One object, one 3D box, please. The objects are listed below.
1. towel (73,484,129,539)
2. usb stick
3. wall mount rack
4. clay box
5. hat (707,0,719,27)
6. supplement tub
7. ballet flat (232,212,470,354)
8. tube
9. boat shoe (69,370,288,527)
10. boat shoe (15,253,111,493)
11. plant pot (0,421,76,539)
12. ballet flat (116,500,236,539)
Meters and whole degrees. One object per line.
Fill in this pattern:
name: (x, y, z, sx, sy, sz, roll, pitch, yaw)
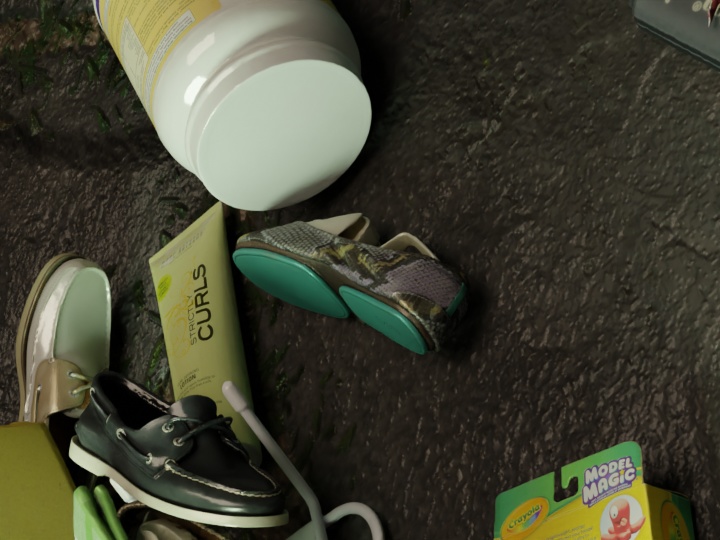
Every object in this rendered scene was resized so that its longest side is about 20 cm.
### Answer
towel: (-0.133, 0.243, 1.494, 0.149, 0.031, 0.201, 52, 151, 38)
usb stick: (0.226, -0.130, 1.380, 0.200, 0.032, 0.056, 37, 103, 48)
wall mount rack: (-0.081, 0.180, 1.549, 0.200, 0.074, 0.175, -38, 51, 30)
clay box: (0.133, 0.204, 1.334, 0.115, 0.047, 0.201, -26, 56, 38)
hat: (0.304, -0.244, 1.348, 0.198, 0.177, 0.166, 8, 48, 14)
supplement tub: (-0.086, -0.150, 1.634, 0.146, 0.145, 0.200, -49, 45, 21)
ballet flat: (0.000, 0.000, 1.554, 0.200, 0.072, 0.073, 21, 90, 48)
tube: (-0.107, 0.050, 1.652, 0.058, 0.052, 0.201, -9, 53, -3)
boat shoe: (-0.110, 0.106, 1.502, 0.199, 0.074, 0.067, 20, 103, 55)
boat shoe: (-0.202, 0.091, 1.721, 0.068, 0.074, 0.202, 10, 93, 47)
plant pot: (-0.293, 0.196, 1.641, 0.199, 0.199, 0.178, -9, 85, 44)
ballet flat: (-0.082, 0.189, 1.448, 0.200, 0.075, 0.068, 28, 97, 45)
